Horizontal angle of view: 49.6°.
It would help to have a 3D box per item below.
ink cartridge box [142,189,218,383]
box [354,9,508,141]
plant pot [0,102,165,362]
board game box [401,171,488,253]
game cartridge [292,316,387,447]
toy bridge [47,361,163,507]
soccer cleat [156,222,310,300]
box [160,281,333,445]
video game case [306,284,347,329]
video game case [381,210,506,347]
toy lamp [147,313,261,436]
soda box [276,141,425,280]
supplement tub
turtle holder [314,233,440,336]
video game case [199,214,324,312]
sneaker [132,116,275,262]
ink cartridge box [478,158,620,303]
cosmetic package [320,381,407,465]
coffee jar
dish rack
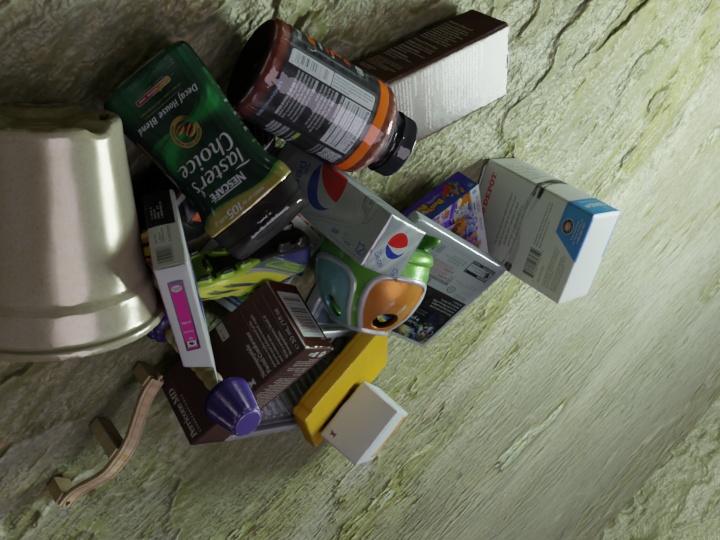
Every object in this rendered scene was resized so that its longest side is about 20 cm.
[{"bbox_3d":[-0.176,0.024,0.775,0.037,0.095,0.201,-14,142,-9],"label":"ink cartridge box"},{"bbox_3d":[0.090,-0.237,0.969,0.199,0.075,0.101,-29,136,-23],"label":"box"},{"bbox_3d":[-0.278,-0.047,0.695,0.199,0.200,0.186,-13,116,-37],"label":"plant pot"},{"bbox_3d":[0.123,-0.028,1.156,0.134,0.045,0.201,-37,139,-16],"label":"board game box"},{"bbox_3d":[-0.026,0.163,1.126,0.177,0.032,0.200,-48,163,-17],"label":"game cartridge"},{"bbox_3d":[-0.300,0.205,0.942,0.201,0.067,0.027,-53,141,2],"label":"toy bridge"},{"bbox_3d":[-0.142,0.008,0.919,0.199,0.065,0.084,-22,135,-32],"label":"soccer cleat"},{"bbox_3d":[-0.142,0.113,0.947,0.200,0.101,0.075,-42,158,17],"label":"box"},{"bbox_3d":[0.012,0.017,1.138,0.181,0.023,0.201,14,109,-49],"label":"video game case"},{"bbox_3d":[0.083,0.019,1.106,0.199,0.023,0.182,26,118,-39],"label":"video game case"},{"bbox_3d":[-0.178,0.112,0.884,0.058,0.200,0.059,-24,134,-28],"label":"toy lamp"},{"bbox_3d":[-0.022,-0.072,0.866,0.068,0.200,0.064,22,105,-48],"label":"soda box"},{"bbox_3d":[-0.035,-0.174,0.834,0.199,0.107,0.108,25,102,-29],"label":"supplement tub"},{"bbox_3d":[-0.002,0.000,0.963,0.141,0.184,0.133,5,101,-61],"label":"turtle holder"},{"bbox_3d":[-0.114,-0.037,0.977,0.200,0.018,0.143,-50,142,-3],"label":"video game case"},{"bbox_3d":[-0.174,-0.086,0.852,0.200,0.070,0.090,-39,154,-15],"label":"sneaker"},{"bbox_3d":[0.268,-0.066,1.184,0.084,0.200,0.147,-11,127,-41],"label":"ink cartridge box"},{"bbox_3d":[0.011,0.235,1.203,0.102,0.071,0.200,-51,167,-3],"label":"cosmetic package"},{"bbox_3d":[-0.145,-0.112,0.757,0.104,0.085,0.200,-41,102,-3],"label":"coffee jar"},{"bbox_3d":[-0.109,0.147,1.084,0.171,0.044,0.201,-1,129,-45],"label":"dish rack"}]
